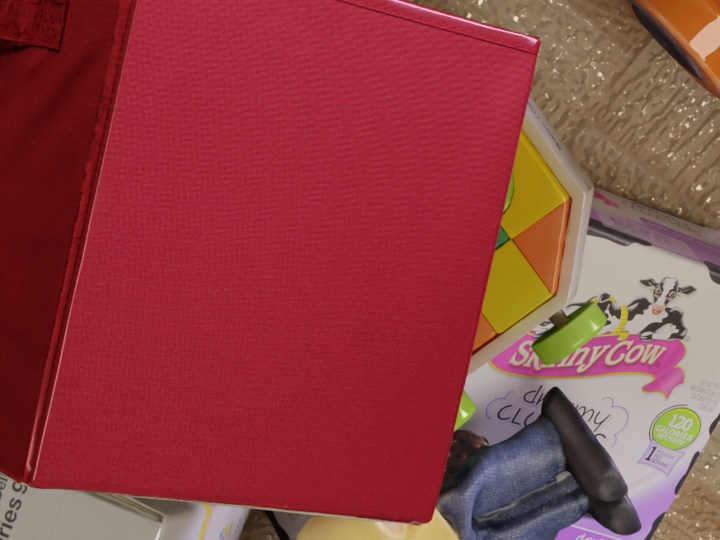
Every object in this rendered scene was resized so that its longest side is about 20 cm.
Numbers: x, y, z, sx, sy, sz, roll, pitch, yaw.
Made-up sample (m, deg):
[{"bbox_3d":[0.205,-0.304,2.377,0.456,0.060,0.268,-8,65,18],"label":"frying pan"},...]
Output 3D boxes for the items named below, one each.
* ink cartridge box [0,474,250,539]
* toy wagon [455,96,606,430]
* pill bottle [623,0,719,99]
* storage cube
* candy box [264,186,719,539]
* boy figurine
[{"bbox_3d":[-0.118,0.145,0.904,0.087,0.200,0.146,20,88,9],"label":"ink cartridge box"},{"bbox_3d":[0.000,0.000,0.945,0.200,0.040,0.156,-36,90,18],"label":"toy wagon"},{"bbox_3d":[0.201,-0.163,0.951,0.200,0.106,0.106,-43,125,4],"label":"pill bottle"},{"bbox_3d":[-0.070,-0.022,0.813,0.199,0.171,0.181,9,95,-38],"label":"storage cube"},{"bbox_3d":[0.073,0.058,1.038,0.167,0.072,0.201,18,109,-29],"label":"candy box"},{"bbox_3d":[0.018,0.127,0.966,0.199,0.065,0.125,-31,144,-7],"label":"boy figurine"}]
